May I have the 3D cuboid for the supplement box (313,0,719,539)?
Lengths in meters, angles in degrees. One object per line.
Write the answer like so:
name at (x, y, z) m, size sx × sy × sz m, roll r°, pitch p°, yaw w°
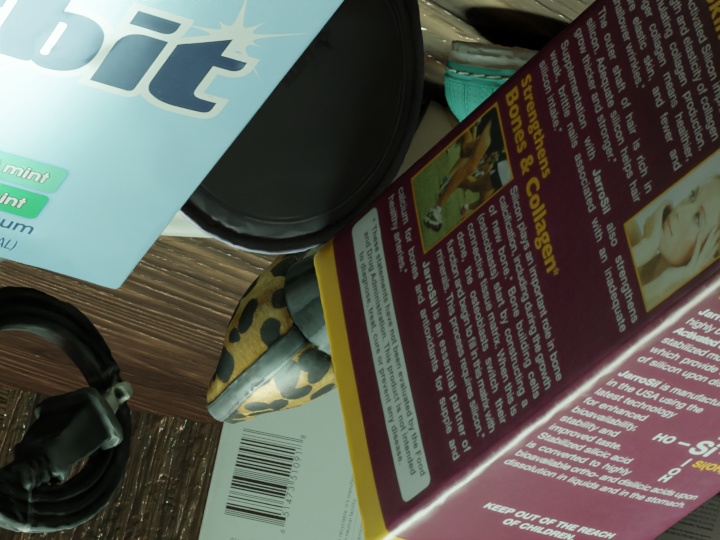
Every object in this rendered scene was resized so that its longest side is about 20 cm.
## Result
supplement box at (0.084, -0.004, 0.832) m, size 0.086 × 0.110 × 0.200 m, roll 16°, pitch 138°, yaw -36°

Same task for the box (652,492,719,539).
box at (0.176, 0.106, 0.931) m, size 0.117 × 0.060 × 0.200 m, roll 11°, pitch 165°, yaw 39°

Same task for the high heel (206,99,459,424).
high heel at (0.000, 0.000, 1.188) m, size 0.071 × 0.143 × 0.200 m, roll 49°, pitch -172°, yaw 1°

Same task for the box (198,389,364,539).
box at (-0.027, 0.206, 2.663) m, size 0.200 × 0.199 × 0.131 m, roll 10°, pitch 173°, yaw 16°

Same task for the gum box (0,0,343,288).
gum box at (-0.096, -0.085, 0.739) m, size 0.170 × 0.045 × 0.200 m, roll 16°, pitch 140°, yaw -24°

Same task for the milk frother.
milk frother at (-0.077, -0.015, 0.962) m, size 0.188 × 0.181 × 0.200 m, roll 4°, pitch 138°, yaw 52°

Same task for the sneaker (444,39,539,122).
sneaker at (0.090, -0.030, 1.089) m, size 0.071 × 0.080 × 0.200 m, roll 10°, pitch 172°, yaw 34°
